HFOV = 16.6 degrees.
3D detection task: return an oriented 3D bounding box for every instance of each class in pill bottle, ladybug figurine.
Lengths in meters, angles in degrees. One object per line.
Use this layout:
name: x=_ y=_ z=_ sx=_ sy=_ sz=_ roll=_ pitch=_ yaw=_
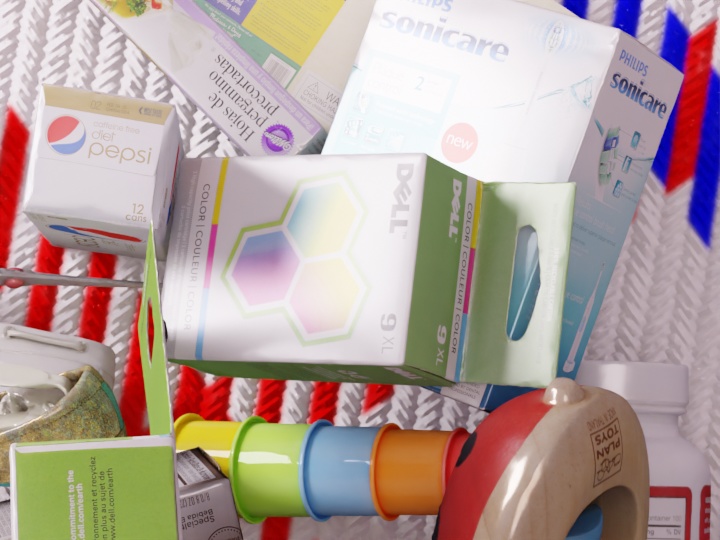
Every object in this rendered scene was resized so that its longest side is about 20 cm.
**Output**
pill bottle: x=0.128 y=0.149 z=1.302 sx=0.111 sy=0.112 sz=0.201 roll=2 pitch=86 yaw=-3
ladybug figurine: x=0.081 y=0.138 z=1.184 sx=0.072 sy=0.135 sz=0.201 roll=22 pitch=118 yaw=32

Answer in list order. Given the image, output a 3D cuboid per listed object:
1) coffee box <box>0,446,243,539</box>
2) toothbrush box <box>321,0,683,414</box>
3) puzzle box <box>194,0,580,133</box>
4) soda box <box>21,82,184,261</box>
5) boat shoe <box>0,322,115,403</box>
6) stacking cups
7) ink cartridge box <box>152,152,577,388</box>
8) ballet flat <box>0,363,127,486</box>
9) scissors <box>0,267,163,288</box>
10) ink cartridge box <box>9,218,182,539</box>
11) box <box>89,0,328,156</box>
coffee box: x=-0.155 y=0.174 z=1.232 sx=0.199 sy=0.080 sz=0.115 roll=-14 pitch=101 yaw=-13
toothbrush box: x=0.057 y=-0.037 z=1.270 sx=0.146 sy=0.085 sz=0.201 roll=21 pitch=89 yaw=32
puzzle box: x=0.006 y=-0.136 z=1.357 sx=0.199 sy=0.025 sz=0.133 roll=34 pitch=87 yaw=-1
soda box: x=-0.127 y=-0.046 z=1.257 sx=0.068 sy=0.200 sz=0.064 roll=8 pitch=86 yaw=-2
boat shoe: x=-0.228 y=0.047 z=1.315 sx=0.199 sy=0.072 sz=0.066 roll=9 pitch=58 yaw=3
stacking cups: x=-0.005 y=0.107 z=1.280 sx=0.199 sy=0.060 sz=0.061 roll=1 pitch=86 yaw=26
ink cartridge box: x=0.000 y=0.000 z=1.209 sx=0.199 sy=0.059 sz=0.105 roll=1 pitch=78 yaw=31
ballet flat: x=-0.218 y=0.082 z=1.252 sx=0.199 sy=0.071 sz=0.071 roll=-8 pitch=87 yaw=3
scissors: x=-0.196 y=0.002 z=1.316 sx=0.199 sy=0.073 sz=0.014 roll=-1 pitch=68 yaw=-4
ink cartridge box: x=-0.123 y=0.098 z=1.124 sx=0.075 sy=0.148 sz=0.201 roll=-4 pitch=69 yaw=-8
box: x=-0.098 y=-0.125 z=1.316 sx=0.039 sy=0.041 sz=0.200 roll=-45 pitch=78 yaw=0
